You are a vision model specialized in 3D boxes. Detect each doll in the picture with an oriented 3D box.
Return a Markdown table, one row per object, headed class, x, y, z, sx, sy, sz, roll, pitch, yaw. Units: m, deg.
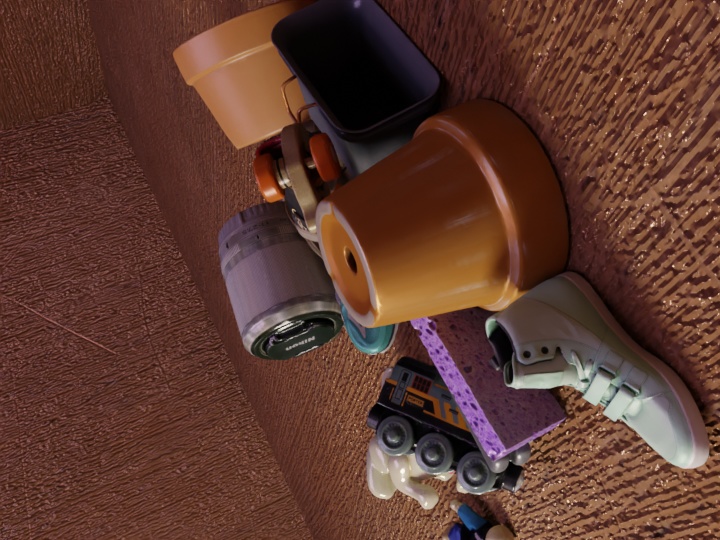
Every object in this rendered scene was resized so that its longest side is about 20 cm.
| class | x | y | z | sx | sy | sz | roll | pitch | yaw |
| --- | --- | --- | --- | --- | --- | --- | --- | --- | --- |
| doll | 0.170 | 0.396 | 1.146 | 0.138 | 0.048 | 0.200 | 63 | 161 | 12 |

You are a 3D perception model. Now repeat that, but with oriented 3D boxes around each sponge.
| class | x | y | z | sx | sy | sz | roll | pitch | yaw |
| --- | --- | --- | --- | --- | --- | --- | --- | --- | --- |
| sponge | 0.127 | 0.090 | 0.828 | 0.030 | 0.111 | 0.201 | -50 | 62 | 42 |

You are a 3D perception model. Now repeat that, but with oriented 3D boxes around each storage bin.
| class | x | y | z | sx | sy | sz | roll | pitch | yaw |
| --- | --- | --- | --- | --- | --- | --- | --- | --- | --- |
| storage bin | -0.009 | -0.185 | 0.880 | 0.201 | 0.144 | 0.135 | 56 | 168 | 32 |

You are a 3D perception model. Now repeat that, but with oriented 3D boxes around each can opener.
| class | x | y | z | sx | sy | sz | roll | pitch | yaw |
| --- | --- | --- | --- | --- | --- | --- | --- | --- | --- |
| can opener | 0.123 | 0.123 | 0.865 | 0.067 | 0.052 | 0.201 | 93 | 159 | -52 |

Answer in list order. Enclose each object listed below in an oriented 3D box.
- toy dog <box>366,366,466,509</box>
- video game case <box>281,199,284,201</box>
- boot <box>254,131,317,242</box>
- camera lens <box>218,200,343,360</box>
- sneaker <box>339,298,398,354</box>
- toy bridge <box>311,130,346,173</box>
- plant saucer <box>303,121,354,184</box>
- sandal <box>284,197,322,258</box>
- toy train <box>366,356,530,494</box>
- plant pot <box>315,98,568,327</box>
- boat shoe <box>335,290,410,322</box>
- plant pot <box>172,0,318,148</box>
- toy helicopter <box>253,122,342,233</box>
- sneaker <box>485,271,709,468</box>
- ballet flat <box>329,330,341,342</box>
| class | x | y | z | sx | sy | sz | roll | pitch | yaw |
| --- | --- | --- | --- | --- | --- | --- | --- | --- | --- |
| toy dog | 0.095 | 0.220 | 1.069 | 0.200 | 0.137 | 0.197 | 138 | 127 | -69 |
| video game case | -0.088 | -0.037 | 1.395 | 0.182 | 0.035 | 0.201 | 56 | 158 | 28 |
| boot | -0.038 | -0.100 | 1.002 | 0.198 | 0.073 | 0.151 | 13 | 148 | 43 |
| camera lens | -0.119 | 0.020 | 1.176 | 0.161 | 0.158 | 0.202 | 105 | 147 | -61 |
| sneaker | 0.000 | 0.000 | 0.922 | 0.080 | 0.076 | 0.203 | -13 | -82 | -74 |
| toy bridge | -0.056 | -0.160 | 1.098 | 0.200 | 0.027 | 0.068 | 27 | 137 | 61 |
| plant saucer | -0.038 | -0.156 | 1.141 | 0.201 | 0.029 | 0.201 | 54 | 157 | 35 |
| sandal | -0.045 | -0.061 | 1.131 | 0.201 | 0.080 | 0.054 | 56 | 180 | 21 |
| toy train | 0.104 | 0.180 | 0.916 | 0.198 | 0.115 | 0.085 | 19 | 177 | 24 |
| plant pot | 0.064 | -0.038 | 0.748 | 0.201 | 0.181 | 0.202 | 53 | 156 | 36 |
| boat shoe | 0.049 | 0.035 | 1.006 | 0.066 | 0.071 | 0.199 | 33 | 158 | -37 |
| plant pot | -0.123 | -0.247 | 1.013 | 0.200 | 0.198 | 0.142 | 6 | 119 | 69 |
| toy helicopter | -0.039 | -0.062 | 0.840 | 0.133 | 0.078 | 0.202 | -89 | -21 | -66 |
| sneaker | 0.188 | 0.100 | 0.662 | 0.201 | 0.117 | 0.074 | 54 | 155 | 32 |
| ballet flat | -0.053 | 0.020 | 1.250 | 0.067 | 0.046 | 0.203 | 15 | 106 | 32 |
